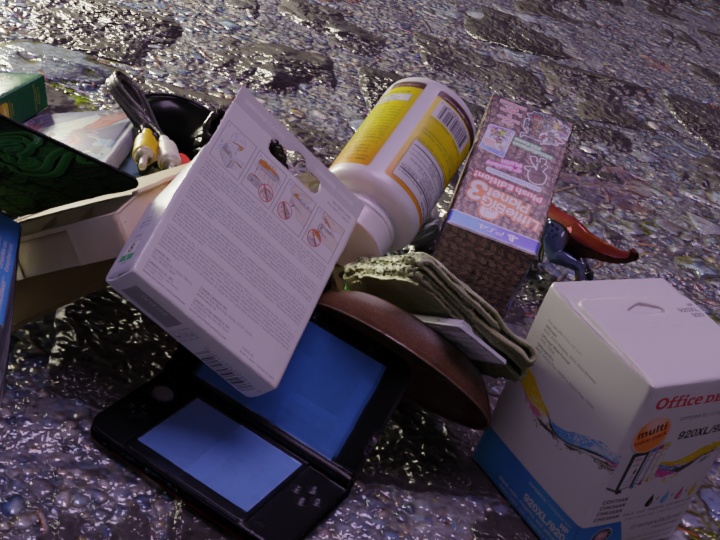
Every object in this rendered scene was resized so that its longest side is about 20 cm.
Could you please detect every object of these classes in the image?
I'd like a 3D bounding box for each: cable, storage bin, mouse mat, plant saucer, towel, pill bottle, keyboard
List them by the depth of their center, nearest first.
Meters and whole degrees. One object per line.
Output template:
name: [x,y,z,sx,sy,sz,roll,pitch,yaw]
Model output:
mouse mat: [-0.293,-0.084,0.969,0.199,0.008,0.161,-9,-26,44]
storage bin: [-0.205,-0.028,1.075,0.199,0.094,0.198,-11,13,34]
keyboard: [0.059,0.058,1.078,0.056,0.011,0.200,45,-16,-20]
plant saucer: [0.039,0.074,1.086,0.200,0.201,0.037,30,75,17]
towel: [0.068,0.039,1.089,0.148,0.037,0.200,44,-16,-14]
pill bottle: [0.030,-0.095,1.215,0.109,0.109,0.200,26,55,12]
cable: [-0.208,-0.143,1.254,0.097,0.050,0.200,27,29,-38]

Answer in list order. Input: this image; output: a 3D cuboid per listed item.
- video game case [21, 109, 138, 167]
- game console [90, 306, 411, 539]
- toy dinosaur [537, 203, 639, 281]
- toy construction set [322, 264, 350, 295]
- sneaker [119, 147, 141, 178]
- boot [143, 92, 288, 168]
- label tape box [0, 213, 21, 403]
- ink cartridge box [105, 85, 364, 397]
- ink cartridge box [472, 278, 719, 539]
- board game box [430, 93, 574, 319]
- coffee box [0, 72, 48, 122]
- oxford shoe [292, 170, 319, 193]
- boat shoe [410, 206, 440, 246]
video game case: [-0.330,-0.128,1.266,0.181,0.023,0.200,-3,24,5]
game console: [-0.090,0.108,0.998,0.200,0.119,0.172,29,30,18]
toy dinosaur: [0.238,-0.054,1.451,0.105,0.200,0.182,8,60,-50]
toy construction set: [0.000,0.000,1.261,0.131,0.092,0.200,-13,29,-9]
sneaker: [-0.178,-0.052,1.286,0.199,0.074,0.082,28,60,5]
boot: [-0.175,-0.148,1.355,0.210,0.080,0.158,20,2,-1]
label tape box: [-0.298,0.026,0.923,0.063,0.201,0.144,7,32,-14]
ink cartridge box: [-0.096,-0.024,0.988,0.161,0.050,0.201,43,53,-27]
ink cartridge box: [0.225,0.127,1.071,0.147,0.201,0.145,-3,36,-34]
board game box: [0.144,-0.058,1.312,0.096,0.160,0.200,21,52,2]
coffee box: [-0.435,-0.165,1.289,0.122,0.044,0.200,3,25,15]
oxford shoe: [-0.058,-0.076,1.317,0.058,0.075,0.200,54,10,7]
boat shoe: [0.039,-0.067,1.364,0.202,0.074,0.065,44,24,-59]
